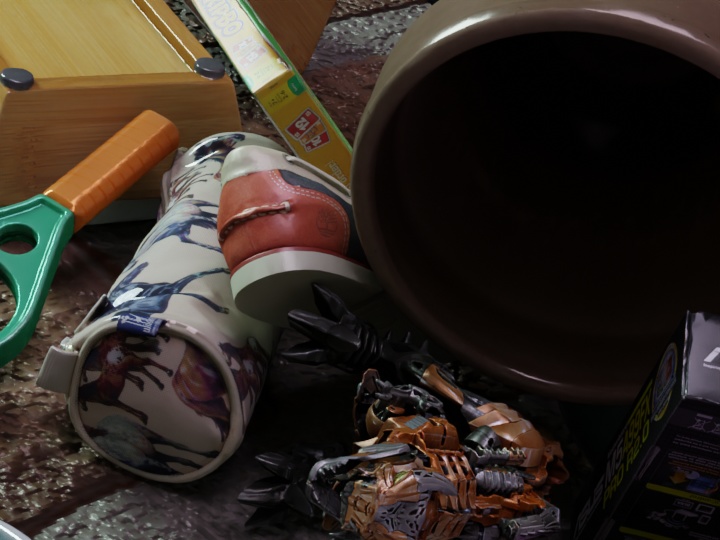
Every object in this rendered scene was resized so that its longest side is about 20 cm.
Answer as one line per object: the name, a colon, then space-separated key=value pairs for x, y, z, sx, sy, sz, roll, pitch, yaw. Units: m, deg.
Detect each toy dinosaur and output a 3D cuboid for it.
toy dinosaur: x=0.029 y=0.084 z=0.898 sx=0.135 sy=0.103 sz=0.200 roll=21 pitch=-10 yaw=28

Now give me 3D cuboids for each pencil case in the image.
pencil case: x=-0.075 y=0.009 z=0.994 sx=0.089 sy=0.078 sz=0.200 roll=31 pitch=30 yaw=-7

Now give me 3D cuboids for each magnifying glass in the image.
magnifying glass: x=-0.153 y=-0.016 z=1.004 sx=0.079 sy=0.023 sz=0.200 roll=29 pitch=46 yaw=19

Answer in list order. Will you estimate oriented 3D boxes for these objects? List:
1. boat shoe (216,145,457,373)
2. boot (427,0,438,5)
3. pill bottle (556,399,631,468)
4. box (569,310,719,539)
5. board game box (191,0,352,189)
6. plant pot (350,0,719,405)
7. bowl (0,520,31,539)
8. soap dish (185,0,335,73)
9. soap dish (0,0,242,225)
boat shoe: x=0.000 y=0.000 z=0.983 sx=0.200 sy=0.071 sz=0.063 roll=25 pitch=45 yaw=-56
boot: x=0.061 y=-0.093 z=1.087 sx=0.199 sy=0.077 sz=0.169 roll=25 pitch=72 yaw=28
pill bottle: x=0.191 y=0.023 z=1.025 sx=0.199 sy=0.112 sz=0.112 roll=-32 pitch=52 yaw=-26
box: x=0.201 y=0.099 z=0.902 sx=0.198 sy=0.161 sz=0.045 roll=14 pitch=54 yaw=-4
board game box: x=-0.020 y=-0.063 z=1.060 sx=0.030 sy=0.200 sz=0.096 roll=-33 pitch=42 yaw=0
plant pot: x=0.109 y=-0.072 z=0.932 sx=0.199 sy=0.201 sz=0.175 roll=18 pitch=42 yaw=2
bowl: x=-0.175 y=0.160 z=0.639 sx=0.199 sy=0.106 sz=0.201 roll=-5 pitch=25 yaw=2
soap dish: x=-0.103 y=-0.218 z=1.231 sx=0.200 sy=0.081 sz=0.157 roll=48 pitch=1 yaw=-41
soap dish: x=-0.163 y=-0.107 z=1.137 sx=0.156 sy=0.082 sz=0.200 roll=-5 pitch=38 yaw=-33
